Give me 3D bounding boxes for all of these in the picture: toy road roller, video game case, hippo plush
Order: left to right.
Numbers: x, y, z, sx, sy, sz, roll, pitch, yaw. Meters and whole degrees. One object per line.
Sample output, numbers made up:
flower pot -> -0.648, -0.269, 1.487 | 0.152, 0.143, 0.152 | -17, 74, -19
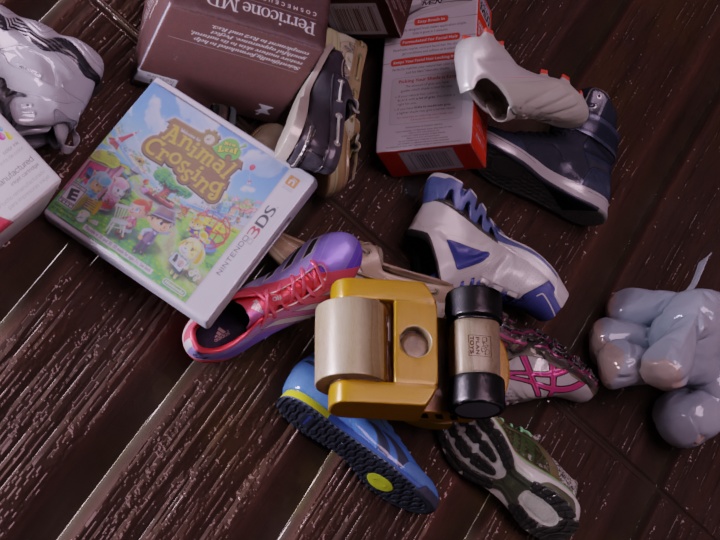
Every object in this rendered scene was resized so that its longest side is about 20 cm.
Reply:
video game case -> -0.172, -0.069, 1.400 | 0.199, 0.022, 0.183 | 32, 70, 13
toy road roller -> 0.048, 0.094, 1.418 | 0.198, 0.146, 0.124 | 5, 65, -9
hippo plush -> 0.357, 0.103, 1.630 | 0.200, 0.159, 0.162 | -43, 122, -22

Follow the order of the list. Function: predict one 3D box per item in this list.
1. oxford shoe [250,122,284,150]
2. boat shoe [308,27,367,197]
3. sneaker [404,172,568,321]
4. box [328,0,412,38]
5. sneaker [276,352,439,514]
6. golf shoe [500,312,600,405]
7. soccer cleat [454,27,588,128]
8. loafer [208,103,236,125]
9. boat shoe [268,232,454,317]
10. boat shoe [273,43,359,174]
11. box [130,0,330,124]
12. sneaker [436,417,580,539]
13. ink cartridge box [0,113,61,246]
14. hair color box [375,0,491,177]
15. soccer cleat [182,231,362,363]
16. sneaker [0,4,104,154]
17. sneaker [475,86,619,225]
oxford shoe -> -0.105, -0.073, 1.474 | 0.070, 0.074, 0.202 | 26, 60, -16
boat shoe -> -0.020, -0.170, 1.558 | 0.062, 0.073, 0.202 | 10, 65, -21
sneaker -> 0.117, 0.003, 1.567 | 0.199, 0.080, 0.116 | 42, 69, -12
box -> 0.016, -0.359, 1.627 | 0.099, 0.075, 0.202 | 3, 58, 21
sneaker -> 0.010, 0.160, 1.447 | 0.200, 0.066, 0.079 | 41, 54, -8
golf shoe -> 0.170, 0.106, 1.560 | 0.199, 0.073, 0.093 | 25, 104, -31
soccer cleat -> 0.170, -0.185, 1.557 | 0.199, 0.069, 0.078 | 25, 64, -38
loafer -> -0.175, -0.086, 1.448 | 0.062, 0.072, 0.202 | 19, 64, -13
boat shoe -> 0.000, 0.000, 1.483 | 0.198, 0.072, 0.065 | 25, 102, -8
boat shoe -> -0.036, -0.157, 1.449 | 0.062, 0.073, 0.201 | 27, 34, -8
box -> -0.126, -0.291, 1.490 | 0.164, 0.164, 0.202 | 13, 64, -18
sneaker -> 0.156, 0.191, 1.522 | 0.200, 0.077, 0.089 | 48, 31, -4
ink cartridge box -> -0.397, -0.100, 1.326 | 0.200, 0.086, 0.148 | 48, 57, -5
hair color box -> 0.083, -0.209, 1.602 | 0.064, 0.110, 0.202 | 49, 42, -59
soccer cleat -> -0.082, 0.027, 1.403 | 0.199, 0.076, 0.067 | -30, 89, -4
sneaker -> -0.347, -0.186, 1.391 | 0.198, 0.075, 0.116 | 19, 60, -24
sneaker -> 0.211, -0.157, 1.665 | 0.201, 0.077, 0.148 | 26, 69, -24
